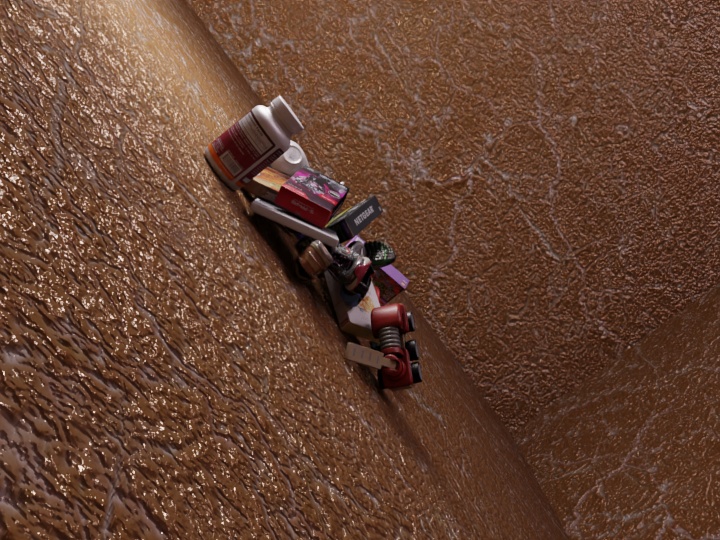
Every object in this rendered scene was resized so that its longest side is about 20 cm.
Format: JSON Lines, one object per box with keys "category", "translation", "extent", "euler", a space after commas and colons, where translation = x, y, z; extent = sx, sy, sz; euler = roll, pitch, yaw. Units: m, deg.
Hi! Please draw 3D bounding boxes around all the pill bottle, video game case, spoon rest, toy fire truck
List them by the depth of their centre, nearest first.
{"category": "pill bottle", "translation": [-0.221, -0.271, 1.564], "extent": [0.114, 0.199, 0.113], "euler": [52, 6, -8]}
{"category": "toy fire truck", "translation": [0.046, 0.155, 1.574], "extent": [0.200, 0.126, 0.179], "euler": [53, 29, -67]}
{"category": "video game case", "translation": [-0.143, -0.106, 1.618], "extent": [0.197, 0.024, 0.182], "euler": [23, 6, -7]}
{"category": "spoon rest", "translation": [-0.137, -0.242, 1.801], "extent": [0.199, 0.100, 0.061], "euler": [34, -30, -11]}

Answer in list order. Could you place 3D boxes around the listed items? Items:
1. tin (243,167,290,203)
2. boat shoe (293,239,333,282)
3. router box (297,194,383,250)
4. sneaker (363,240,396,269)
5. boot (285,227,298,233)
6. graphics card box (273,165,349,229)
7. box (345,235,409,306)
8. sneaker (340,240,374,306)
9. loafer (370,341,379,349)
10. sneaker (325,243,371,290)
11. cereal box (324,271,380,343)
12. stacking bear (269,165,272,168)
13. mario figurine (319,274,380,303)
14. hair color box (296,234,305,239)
{"category": "tin", "translation": [-0.197, -0.192, 1.715], "extent": [0.198, 0.042, 0.112], "euler": [24, 21, -19]}
{"category": "boat shoe", "translation": [-0.113, -0.014, 1.587], "extent": [0.076, 0.072, 0.200], "euler": [50, -13, 2]}
{"category": "router box", "translation": [-0.048, -0.110, 1.869], "extent": [0.053, 0.156, 0.200], "euler": [60, 32, -9]}
{"category": "sneaker", "translation": [0.002, -0.016, 1.937], "extent": [0.079, 0.197, 0.086], "euler": [-80, 149, -46]}
{"category": "boot", "translation": [-0.184, -0.159, 1.815], "extent": [0.098, 0.074, 0.200], "euler": [57, 11, 26]}
{"category": "graphics card box", "translation": [-0.105, -0.169, 1.668], "extent": [0.124, 0.051, 0.200], "euler": [27, 23, 2]}
{"category": "box", "translation": [0.023, 0.007, 2.085], "extent": [0.199, 0.137, 0.039], "euler": [40, 50, -7]}
{"category": "sneaker", "translation": [0.000, 0.000, 1.711], "extent": [0.070, 0.082, 0.201], "euler": [37, 30, -24]}
{"category": "loafer", "translation": [0.075, 0.205, 1.824], "extent": [0.073, 0.072, 0.201], "euler": [52, 7, -24]}
{"category": "sneaker", "translation": [-0.041, -0.014, 1.625], "extent": [0.074, 0.081, 0.200], "euler": [36, -5, -24]}
{"category": "cereal box", "translation": [-0.011, 0.067, 1.745], "extent": [0.143, 0.039, 0.202], "euler": [23, 37, -44]}
{"category": "stacking bear", "translation": [-0.193, -0.237, 1.849], "extent": [0.199, 0.121, 0.114], "euler": [40, 30, -11]}
{"category": "mario figurine", "translation": [-0.032, 0.067, 1.880], "extent": [0.199, 0.105, 0.125], "euler": [37, 51, -36]}
{"category": "hair color box", "translation": [-0.134, -0.106, 1.982], "extent": [0.201, 0.064, 0.110], "euler": [53, 6, -25]}
